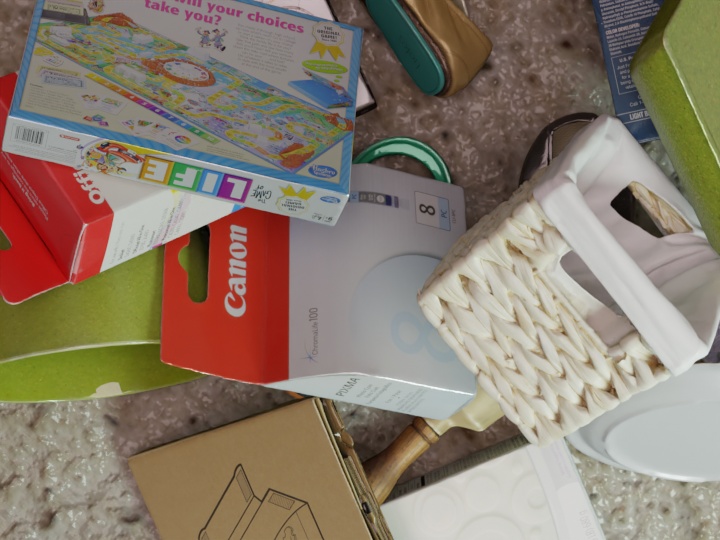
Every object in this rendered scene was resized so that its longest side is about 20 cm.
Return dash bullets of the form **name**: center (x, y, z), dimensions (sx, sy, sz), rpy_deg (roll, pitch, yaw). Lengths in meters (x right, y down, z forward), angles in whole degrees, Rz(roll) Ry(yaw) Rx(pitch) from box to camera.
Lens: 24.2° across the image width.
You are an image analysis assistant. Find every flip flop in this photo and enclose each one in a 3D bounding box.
- **flip flop**: center (0.163, -0.014, 1.162), dimensions (0.081, 0.058, 0.200), rpy_deg (-16, 109, 14)

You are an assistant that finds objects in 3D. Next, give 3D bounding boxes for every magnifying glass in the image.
- **magnifying glass**: center (0.000, 0.000, 1.180), dimensions (0.080, 0.022, 0.200), rpy_deg (26, 96, 3)

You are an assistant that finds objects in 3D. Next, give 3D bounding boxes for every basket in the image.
- **basket**: center (0.134, 0.005, 1.028), dimensions (0.123, 0.200, 0.136), rpy_deg (-39, 92, 24)

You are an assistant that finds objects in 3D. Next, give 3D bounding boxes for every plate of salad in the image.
- **plate of salad**: center (0.234, 0.094, 1.110), dimensions (0.200, 0.200, 0.048), rpy_deg (4, 63, 1)

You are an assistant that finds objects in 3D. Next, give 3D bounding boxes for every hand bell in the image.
- **hand bell**: center (0.038, 0.112, 1.136), dimensions (0.200, 0.104, 0.104), rpy_deg (-43, 92, -2)

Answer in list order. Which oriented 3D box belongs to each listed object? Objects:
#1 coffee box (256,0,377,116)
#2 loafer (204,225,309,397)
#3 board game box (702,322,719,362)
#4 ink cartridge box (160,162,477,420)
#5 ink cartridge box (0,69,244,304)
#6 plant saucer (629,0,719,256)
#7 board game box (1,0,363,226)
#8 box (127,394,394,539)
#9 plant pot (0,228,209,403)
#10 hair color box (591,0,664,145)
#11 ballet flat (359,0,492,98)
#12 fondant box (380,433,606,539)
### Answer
- **coffee box**: center (-0.066, -0.182, 1.125), dimensions (0.080, 0.113, 0.200), rpy_deg (-26, 92, 2)
- **loafer**: center (-0.049, -0.016, 1.144), dimensions (0.072, 0.073, 0.200), rpy_deg (-30, 88, 23)
- **board game box**: center (0.334, 0.019, 1.173), dimensions (0.200, 0.026, 0.200), rpy_deg (-41, 92, 3)
- **ink cartridge box**: center (-0.024, 0.000, 1.071), dimensions (0.200, 0.047, 0.160), rpy_deg (13, 56, -23)
- **ink cartridge box**: center (-0.152, -0.073, 1.023), dimensions (0.200, 0.067, 0.116), rpy_deg (-27, 69, -32)
- **plant saucer**: center (0.236, -0.112, 1.059), dimensions (0.048, 0.200, 0.200), rpy_deg (-10, 123, 37)
- **board game box**: center (-0.101, -0.110, 1.001), dimensions (0.200, 0.034, 0.135), rpy_deg (13, 55, -11)
- **box**: center (-0.060, 0.178, 1.131), dimensions (0.200, 0.021, 0.164), rpy_deg (-22, 93, 42)
- **plant pot**: center (-0.187, -0.027, 1.119), dimensions (0.187, 0.187, 0.200), rpy_deg (-8, 77, 2)
- **hair color box**: center (0.200, -0.190, 1.120), dimensions (0.060, 0.100, 0.200), rpy_deg (-11, 94, 35)
- **ballet flat**: center (0.018, -0.211, 1.156), dimensions (0.063, 0.069, 0.200), rpy_deg (-38, 95, -25)
- **fondant box**: center (0.074, 0.212, 1.174), dimensions (0.200, 0.058, 0.144), rpy_deg (-23, 92, 3)
